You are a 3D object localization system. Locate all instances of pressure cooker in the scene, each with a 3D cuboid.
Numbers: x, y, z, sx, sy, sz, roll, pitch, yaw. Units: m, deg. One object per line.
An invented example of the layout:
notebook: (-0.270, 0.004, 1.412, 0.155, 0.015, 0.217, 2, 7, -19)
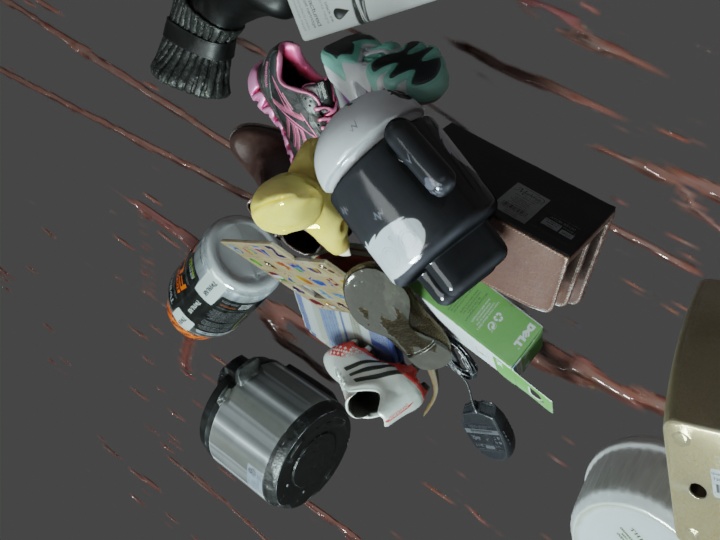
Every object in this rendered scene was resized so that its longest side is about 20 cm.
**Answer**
pressure cooker: (-0.135, 0.223, 1.327, 0.199, 0.178, 0.177, 28, 93, 31)

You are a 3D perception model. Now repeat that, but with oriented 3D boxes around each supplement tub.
supplement tub: (-0.197, 0.017, 1.286, 0.123, 0.122, 0.200, 51, 140, 2)

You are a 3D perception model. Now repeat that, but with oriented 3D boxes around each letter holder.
letter holder: (0.136, -0.033, 0.942, 0.199, 0.100, 0.143, 32, 138, 23)

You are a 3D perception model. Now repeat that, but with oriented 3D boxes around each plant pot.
plant pot: (0.364, 0.148, 0.790, 0.198, 0.177, 0.202, 8, 124, 40)

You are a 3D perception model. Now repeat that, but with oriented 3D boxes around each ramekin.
ramekin: (0.322, 0.289, 0.998, 0.201, 0.094, 0.204, 26, 134, 30)

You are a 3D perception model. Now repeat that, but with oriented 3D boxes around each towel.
towel: (-0.016, 0.068, 1.183, 0.199, 0.024, 0.148, 30, 148, 39)

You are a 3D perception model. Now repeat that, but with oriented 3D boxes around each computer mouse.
computer mouse: (0.140, 0.150, 1.107, 0.058, 0.034, 0.201, 0, 126, 42)

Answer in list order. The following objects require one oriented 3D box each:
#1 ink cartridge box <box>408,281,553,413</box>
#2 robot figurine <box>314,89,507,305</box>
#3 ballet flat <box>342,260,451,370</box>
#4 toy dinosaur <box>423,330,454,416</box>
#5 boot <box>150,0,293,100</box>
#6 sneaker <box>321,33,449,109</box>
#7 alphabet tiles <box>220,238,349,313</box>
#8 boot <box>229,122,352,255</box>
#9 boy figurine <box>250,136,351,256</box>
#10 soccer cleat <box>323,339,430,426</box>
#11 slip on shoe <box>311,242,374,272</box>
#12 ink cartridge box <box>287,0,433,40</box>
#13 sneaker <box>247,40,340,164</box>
ink cartridge box: (0.146, 0.065, 0.998, 0.199, 0.059, 0.104, 38, 174, 19)
robot figurine: (0.046, -0.069, 0.831, 0.201, 0.124, 0.150, 52, 128, 8)
ballet flat: (0.041, 0.044, 0.975, 0.067, 0.047, 0.200, -26, 138, 20)
toy dinosaur: (0.079, 0.092, 1.137, 0.202, 0.060, 0.106, 65, 166, -10)
boot: (-0.147, -0.265, 1.022, 0.210, 0.079, 0.160, 28, 107, 41)
sneaker: (0.039, -0.163, 0.947, 0.200, 0.077, 0.141, 39, 152, 55)
alphabet tiles: (-0.056, 0.010, 1.055, 0.167, 0.008, 0.199, 36, 164, -30)
boot: (-0.095, -0.100, 1.059, 0.199, 0.166, 0.073, 37, 111, 6)
boy figurine: (-0.038, -0.070, 0.916, 0.064, 0.200, 0.126, -13, 98, 27)
soccer cleat: (0.000, 0.140, 1.123, 0.199, 0.085, 0.069, 11, 135, 54)
slip on shoe: (0.000, 0.000, 1.094, 0.199, 0.073, 0.062, 7, 90, 56)
ink cartridge box: (0.009, -0.319, 0.867, 0.199, 0.084, 0.147, -3, 116, 46)
sneaker: (-0.049, -0.171, 1.027, 0.201, 0.079, 0.095, 53, 146, 3)
